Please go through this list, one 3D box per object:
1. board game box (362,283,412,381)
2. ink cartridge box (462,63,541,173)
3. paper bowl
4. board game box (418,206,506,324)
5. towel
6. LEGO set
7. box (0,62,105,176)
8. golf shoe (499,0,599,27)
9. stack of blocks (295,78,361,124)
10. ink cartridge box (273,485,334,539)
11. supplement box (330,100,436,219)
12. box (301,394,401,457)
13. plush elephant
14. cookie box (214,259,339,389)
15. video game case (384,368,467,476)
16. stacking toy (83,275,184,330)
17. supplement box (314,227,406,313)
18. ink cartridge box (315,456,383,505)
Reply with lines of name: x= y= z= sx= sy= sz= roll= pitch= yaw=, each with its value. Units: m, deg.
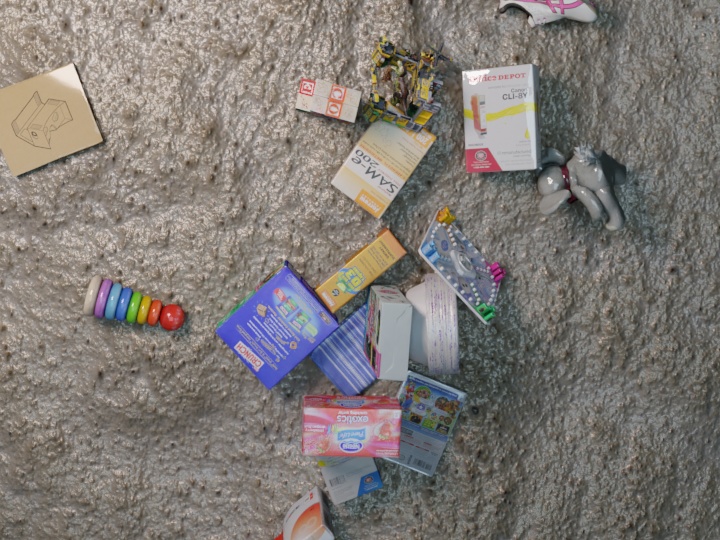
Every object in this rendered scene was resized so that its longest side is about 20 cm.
board game box: x=0.052 y=0.117 z=1.592 sx=0.063 sy=0.200 sz=0.150 roll=4 pitch=98 yaw=-7
ink cartridge box: x=0.280 y=-0.300 z=1.596 sx=0.143 sy=0.083 sz=0.203 roll=-1 pitch=99 yaw=20
paper bowl: x=0.143 y=0.106 z=1.611 sx=0.103 sy=0.201 sz=0.204 roll=-1 pitch=99 yaw=5
board game box: x=0.210 y=-0.016 z=1.603 sx=0.200 sy=0.200 sz=0.026 roll=46 pitch=121 yaw=-9
towel: x=0.006 y=0.163 z=1.704 sx=0.199 sy=0.024 sz=0.145 roll=-40 pitch=100 yaw=3
LEGO set: x=0.090 y=-0.369 z=1.533 sx=0.152 sy=0.116 sz=0.202 roll=23 pitch=62 yaw=-13
box: x=-0.630 y=-0.299 z=1.599 sx=0.197 sy=0.021 sz=0.166 roll=-20 pitch=99 yaw=0
golf shoe: x=0.372 y=-0.522 z=1.597 sx=0.197 sy=0.073 sz=0.093 roll=20 pitch=104 yaw=4
stack of blocks: x=-0.064 y=-0.323 z=1.536 sx=0.113 sy=0.200 sz=0.059 roll=14 pitch=99 yaw=-6
ink cartridge box: x=-0.149 y=0.560 z=1.686 sx=0.199 sy=0.162 sz=0.050 roll=-35 pitch=106 yaw=2
supplement box: x=0.045 y=-0.222 z=1.621 sx=0.125 sy=0.074 sz=0.201 roll=34 pitch=96 yaw=-7
box: x=-0.019 y=0.314 z=1.622 sx=0.197 sy=0.095 sz=0.104 roll=3 pitch=97 yaw=-3
plush elephant: x=0.430 y=-0.172 z=1.620 sx=0.199 sy=0.153 sz=0.167 roll=37 pitch=51 yaw=-39
cookie box: x=-0.171 y=0.111 z=1.660 sx=0.200 sy=0.075 sz=0.172 roll=-41 pitch=99 yaw=3
video game case: x=0.128 y=0.330 z=1.739 sx=0.141 sy=0.018 sz=0.202 roll=22 pitch=97 yaw=-6
stacking toy: x=-0.456 y=0.074 z=1.643 sx=0.197 sy=0.085 sz=0.087 roll=15 pitch=98 yaw=-12
supplement box: x=0.000 y=0.000 z=1.657 sx=0.199 sy=0.069 sz=0.067 roll=-40 pitch=97 yaw=5
ink cartridge box: x=-0.039 y=0.379 z=1.712 sx=0.115 sy=0.067 sz=0.203 roll=-20 pitch=99 yaw=-1
